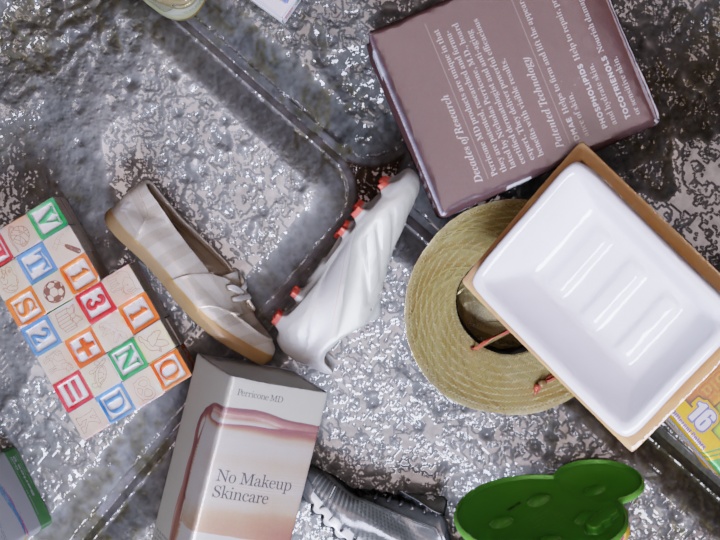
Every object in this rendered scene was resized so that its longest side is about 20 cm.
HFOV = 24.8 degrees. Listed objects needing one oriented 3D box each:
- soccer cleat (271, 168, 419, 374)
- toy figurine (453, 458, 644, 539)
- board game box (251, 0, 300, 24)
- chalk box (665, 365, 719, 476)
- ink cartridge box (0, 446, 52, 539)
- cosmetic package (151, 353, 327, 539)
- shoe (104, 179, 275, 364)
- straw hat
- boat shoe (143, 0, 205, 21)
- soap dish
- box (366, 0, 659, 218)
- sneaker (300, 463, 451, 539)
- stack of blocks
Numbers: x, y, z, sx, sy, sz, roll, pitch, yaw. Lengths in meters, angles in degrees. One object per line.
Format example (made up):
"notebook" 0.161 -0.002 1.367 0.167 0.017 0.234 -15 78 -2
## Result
"soccer cleat" 0.000 0.000 1.463 0.077 0.069 0.201 36 99 -4
"toy figurine" 0.173 0.286 1.440 0.149 0.199 0.186 15 116 40
"board game box" -0.064 -0.341 1.471 0.126 0.035 0.201 35 92 0
"chalk box" 0.345 0.069 1.422 0.200 0.124 0.125 -43 90 2
"ink cartridge box" -0.366 0.227 1.406 0.144 0.200 0.088 -27 90 2
"cosmetic package" -0.109 0.185 1.433 0.102 0.087 0.202 10 95 -28
"shoe" -0.144 0.002 1.461 0.200 0.070 0.053 45 100 3
"straw hat" 0.123 0.027 1.448 0.199 0.085 0.203 -3 103 -12
"boat shoe" -0.226 -0.295 1.462 0.200 0.063 0.073 37 92 1
"soap dish" 0.204 0.020 1.324 0.200 0.081 0.158 45 112 12
"box" 0.126 -0.158 1.403 0.198 0.166 0.166 -23 91 2
"sneaker" 0.032 0.225 1.465 0.200 0.066 0.091 40 88 -3
"stack of blocks" -0.245 0.035 1.470 0.114 0.059 0.201 -31 90 2
